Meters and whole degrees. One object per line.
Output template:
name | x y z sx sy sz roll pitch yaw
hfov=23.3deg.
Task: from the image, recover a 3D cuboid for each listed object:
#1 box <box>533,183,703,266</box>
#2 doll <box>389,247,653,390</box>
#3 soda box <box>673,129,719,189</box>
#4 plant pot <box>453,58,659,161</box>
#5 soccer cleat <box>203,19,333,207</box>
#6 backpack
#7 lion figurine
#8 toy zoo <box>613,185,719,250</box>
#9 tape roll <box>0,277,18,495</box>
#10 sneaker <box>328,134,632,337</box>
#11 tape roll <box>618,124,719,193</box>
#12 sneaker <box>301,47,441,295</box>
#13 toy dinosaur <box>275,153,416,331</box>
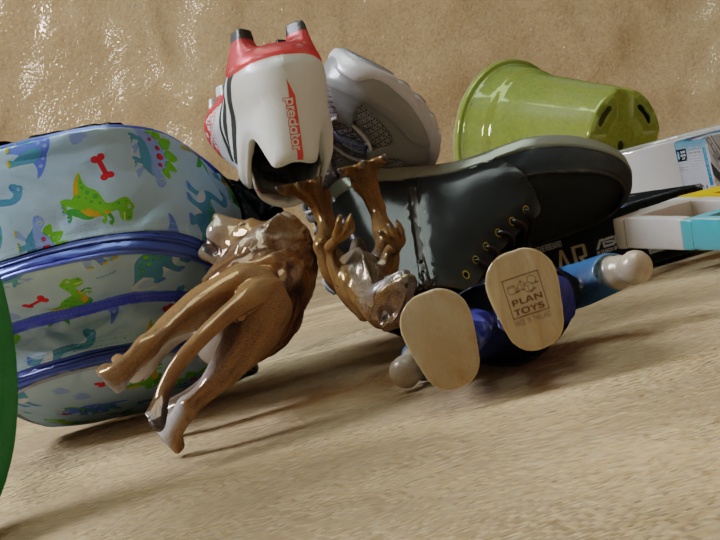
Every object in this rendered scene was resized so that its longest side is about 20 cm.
box | 0.118 -0.010 1.194 0.199 0.044 0.160 -16 4 -15
doll | 0.072 0.019 0.819 0.136 0.049 0.200 -25 -3 7
soda box | 0.334 -0.085 1.265 0.199 0.069 0.064 -14 3 -11
plant pot | 0.242 -0.149 2.044 0.200 0.201 0.184 -17 15 -40
soccer cleat | -0.049 -0.071 0.978 0.068 0.086 0.200 -9 -11 -9
backpack | -0.149 0.005 1.011 0.182 0.148 0.200 -15 -20 12
lion figurine | -0.063 0.025 0.858 0.122 0.073 0.200 -41 11 -3
toy zoo | 0.245 -0.036 1.047 0.131 0.021 0.200 -16 10 -29
tape roll | -0.206 0.022 0.676 0.048 0.201 0.200 -14 3 19
sneaker | 0.083 -0.014 1.047 0.199 0.075 0.106 -11 46 -12
tape roll | 0.266 -0.077 1.462 0.201 0.071 0.202 -15 3 1
sneaker | 0.001 -0.054 1.086 0.075 0.200 0.082 28 62 25
toy dinosaur | 0.000 0.000 0.904 0.060 0.107 0.200 -16 0 3
